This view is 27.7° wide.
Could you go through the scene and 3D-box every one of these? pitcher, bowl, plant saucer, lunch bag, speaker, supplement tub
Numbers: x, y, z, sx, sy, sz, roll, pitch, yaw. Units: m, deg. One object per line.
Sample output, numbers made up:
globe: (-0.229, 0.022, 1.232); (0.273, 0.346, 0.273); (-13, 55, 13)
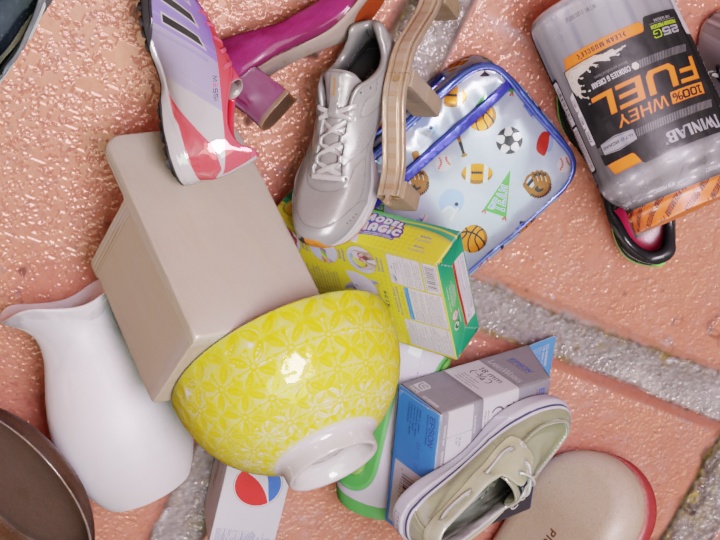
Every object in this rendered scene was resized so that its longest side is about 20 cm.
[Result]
pitcher: (-0.204, 0.096, 1.297); (0.171, 0.121, 0.200); (-25, 102, -17)
bowl: (-0.043, 0.115, 1.198); (0.200, 0.108, 0.200); (-23, 156, -11)
plant saucer: (-0.308, 0.191, 1.297); (0.200, 0.032, 0.201); (20, 131, 24)
lunch bag: (0.077, -0.085, 1.293); (0.200, 0.076, 0.160); (-41, 110, 5)
speaker: (0.033, 0.127, 1.358); (0.088, 0.088, 0.201); (8, 109, -13)
supplement tub: (0.233, -0.140, 1.217); (0.122, 0.123, 0.200); (-24, 85, 0)

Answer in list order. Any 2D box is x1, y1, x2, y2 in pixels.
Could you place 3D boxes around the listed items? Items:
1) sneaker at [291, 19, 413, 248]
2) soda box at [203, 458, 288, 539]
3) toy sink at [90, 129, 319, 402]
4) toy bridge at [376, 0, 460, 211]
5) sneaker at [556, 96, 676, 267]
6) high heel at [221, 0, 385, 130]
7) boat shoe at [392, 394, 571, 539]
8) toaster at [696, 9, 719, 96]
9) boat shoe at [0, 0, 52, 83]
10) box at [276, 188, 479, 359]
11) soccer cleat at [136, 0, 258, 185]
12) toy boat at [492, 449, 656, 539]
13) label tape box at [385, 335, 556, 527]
sneaker: (-0.018, -0.119, 1.210); (0.076, 0.092, 0.200); (10, 70, 20)
soda box: (-0.094, 0.156, 1.356); (0.063, 0.068, 0.201); (10, 109, -15)
toy sink: (-0.141, -0.006, 1.229); (0.130, 0.200, 0.112); (-10, 152, -37)
toy bridge: (0.043, -0.148, 1.215); (0.027, 0.067, 0.201); (5, 73, 27)
sneaker: (0.239, -0.094, 1.307); (0.077, 0.084, 0.200); (-28, 103, 2)
high heel: (-0.054, -0.219, 1.232); (0.096, 0.067, 0.200); (41, 83, 12)
boat shoe: (0.119, 0.181, 1.265); (0.200, 0.062, 0.072); (-35, 130, -25)
toaster: (0.378, -0.172, 1.283); (0.199, 0.129, 0.114); (-1, 110, -10)
boat shoe: (-0.321, -0.177, 1.191); (0.073, 0.062, 0.200); (39, 100, -21)
box: (0.000, 0.000, 1.264); (0.200, 0.048, 0.118); (14, 138, 29)
soccer cleat: (-0.134, -0.171, 1.191); (0.073, 0.068, 0.201); (-12, 81, 5)
toy boat: (0.220, 0.275, 1.446); (0.131, 0.130, 0.200); (15, 111, -47)
label tape box: (0.122, 0.155, 1.346); (0.200, 0.063, 0.145); (-14, 121, -36)
